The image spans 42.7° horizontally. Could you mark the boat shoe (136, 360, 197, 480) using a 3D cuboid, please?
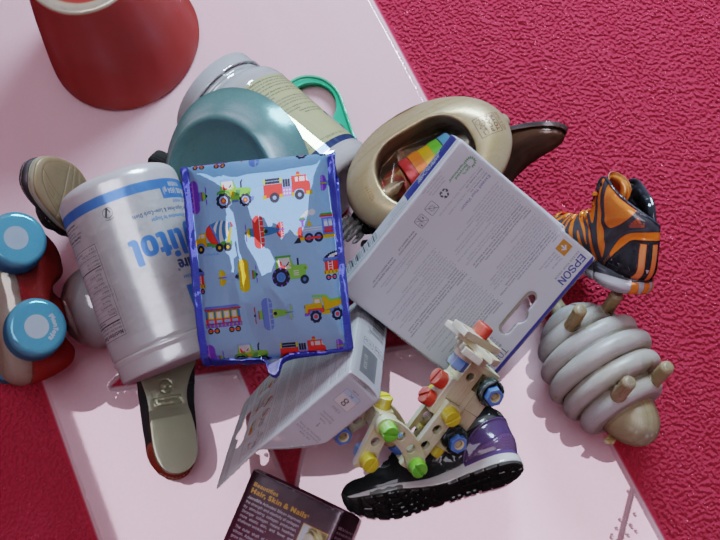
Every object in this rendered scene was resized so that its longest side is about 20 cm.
[{"bbox_3d":[-0.217,0.133,1.038,0.070,0.063,0.203,-4,72,-17],"label":"boat shoe"}]

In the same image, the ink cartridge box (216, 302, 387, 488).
[{"bbox_3d":[-0.057,0.135,0.960,0.047,0.161,0.200,42,111,-15],"label":"ink cartridge box"}]

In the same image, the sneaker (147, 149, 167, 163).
[{"bbox_3d":[-0.211,-0.045,1.093,0.104,0.060,0.200,-43,79,-14],"label":"sneaker"}]

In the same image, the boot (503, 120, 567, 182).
[{"bbox_3d":[0.164,-0.049,1.040,0.185,0.064,0.203,-22,63,41],"label":"boot"}]

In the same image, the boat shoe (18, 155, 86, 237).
[{"bbox_3d":[-0.334,-0.073,1.038,0.064,0.200,0.073,3,78,11],"label":"boat shoe"}]

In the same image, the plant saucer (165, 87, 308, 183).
[{"bbox_3d":[-0.143,-0.095,1.001,0.197,0.036,0.204,7,105,28],"label":"plant saucer"}]

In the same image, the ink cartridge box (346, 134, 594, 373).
[{"bbox_3d":[0.109,-0.003,0.964,0.199,0.041,0.200,38,100,-16],"label":"ink cartridge box"}]

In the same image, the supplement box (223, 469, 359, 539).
[{"bbox_3d":[-0.093,0.325,0.952,0.109,0.086,0.202,19,75,19],"label":"supplement box"}]

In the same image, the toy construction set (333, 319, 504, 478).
[{"bbox_3d":[0.071,0.125,0.928,0.200,0.130,0.093,-47,29,20],"label":"toy construction set"}]

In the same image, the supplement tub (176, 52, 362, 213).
[{"bbox_3d":[-0.103,-0.143,1.072,0.200,0.145,0.145,42,79,14],"label":"supplement tub"}]

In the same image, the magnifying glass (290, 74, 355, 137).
[{"bbox_3d":[-0.024,-0.166,1.140,0.079,0.022,0.200,-42,76,-9],"label":"magnifying glass"}]

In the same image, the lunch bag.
[{"bbox_3d":[-0.087,0.001,0.892,0.148,0.094,0.204,-5,80,0],"label":"lunch bag"}]

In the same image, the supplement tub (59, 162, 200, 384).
[{"bbox_3d":[-0.223,0.002,0.966,0.130,0.132,0.203,-22,86,-4],"label":"supplement tub"}]

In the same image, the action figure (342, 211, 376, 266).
[{"bbox_3d":[0.000,0.000,1.046,0.198,0.102,0.120,-29,88,-6],"label":"action figure"}]

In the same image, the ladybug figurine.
[{"bbox_3d":[0.078,-0.111,1.012,0.198,0.072,0.137,-27,72,-1],"label":"ladybug figurine"}]

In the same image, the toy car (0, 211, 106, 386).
[{"bbox_3d":[-0.323,0.025,1.043,0.197,0.184,0.180,-11,80,-33],"label":"toy car"}]

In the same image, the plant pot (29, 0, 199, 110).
[{"bbox_3d":[-0.311,-0.326,1.123,0.197,0.178,0.204,-1,72,3],"label":"plant pot"}]

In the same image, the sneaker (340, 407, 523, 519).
[{"bbox_3d":[0.071,0.207,1.006,0.197,0.076,0.089,-14,55,-3],"label":"sneaker"}]

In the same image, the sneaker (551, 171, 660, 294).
[{"bbox_3d":[0.254,-0.057,1.007,0.077,0.199,0.114,-4,110,-34],"label":"sneaker"}]

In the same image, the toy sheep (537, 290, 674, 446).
[{"bbox_3d":[0.255,0.098,0.988,0.136,0.138,0.202,-23,63,-4],"label":"toy sheep"}]
